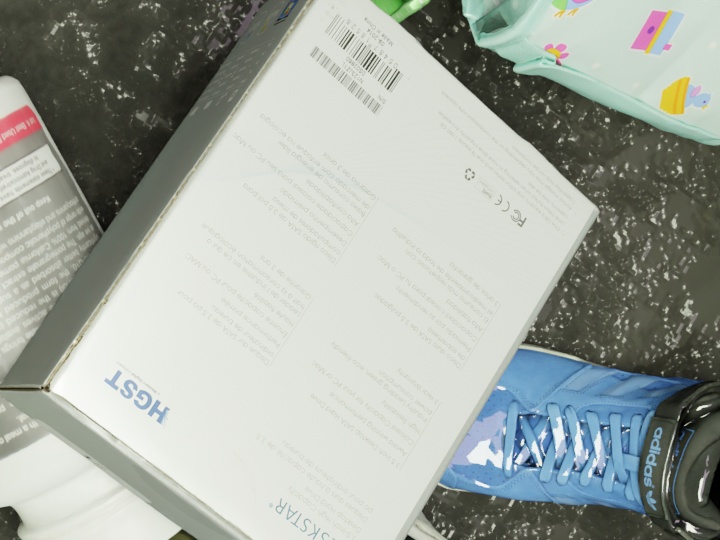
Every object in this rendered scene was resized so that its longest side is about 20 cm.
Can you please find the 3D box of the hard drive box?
[{"bbox_3d":[-0.022,0.010,0.711,0.156,0.077,0.201,40,71,-18],"label":"hard drive box"}]

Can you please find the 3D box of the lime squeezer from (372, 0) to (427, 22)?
[{"bbox_3d":[0.000,-0.133,0.799,0.070,0.038,0.202,15,105,-26],"label":"lime squeezer"}]

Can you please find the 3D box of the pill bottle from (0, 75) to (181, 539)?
[{"bbox_3d":[-0.146,0.029,0.754,0.110,0.111,0.201,-30,99,-12],"label":"pill bottle"}]

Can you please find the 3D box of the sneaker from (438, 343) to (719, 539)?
[{"bbox_3d":[0.118,0.080,0.833,0.198,0.111,0.078,8,91,-16],"label":"sneaker"}]

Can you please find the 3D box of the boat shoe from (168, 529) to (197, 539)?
[{"bbox_3d":[-0.055,0.162,0.814,0.068,0.075,0.202,5,96,-25],"label":"boat shoe"}]

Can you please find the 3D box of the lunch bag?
[{"bbox_3d":[0.136,-0.168,0.793,0.169,0.121,0.202,18,92,-42],"label":"lunch bag"}]

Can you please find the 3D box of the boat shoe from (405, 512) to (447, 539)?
[{"bbox_3d":[0.038,0.166,0.811,0.072,0.066,0.201,-31,123,-7],"label":"boat shoe"}]
